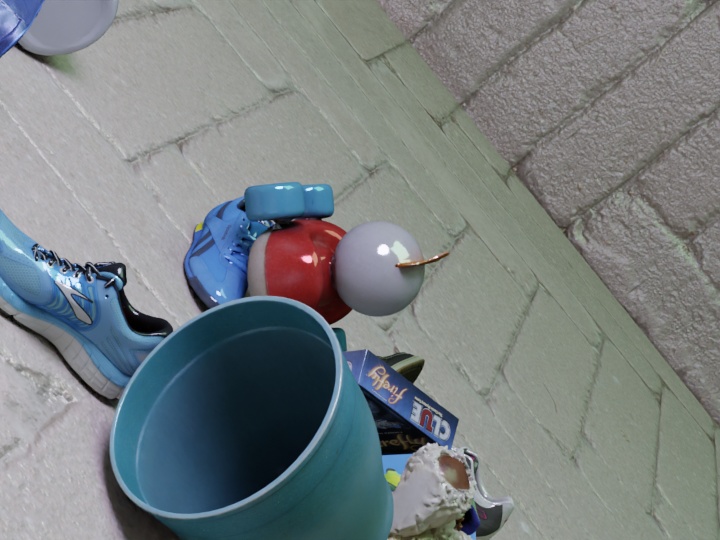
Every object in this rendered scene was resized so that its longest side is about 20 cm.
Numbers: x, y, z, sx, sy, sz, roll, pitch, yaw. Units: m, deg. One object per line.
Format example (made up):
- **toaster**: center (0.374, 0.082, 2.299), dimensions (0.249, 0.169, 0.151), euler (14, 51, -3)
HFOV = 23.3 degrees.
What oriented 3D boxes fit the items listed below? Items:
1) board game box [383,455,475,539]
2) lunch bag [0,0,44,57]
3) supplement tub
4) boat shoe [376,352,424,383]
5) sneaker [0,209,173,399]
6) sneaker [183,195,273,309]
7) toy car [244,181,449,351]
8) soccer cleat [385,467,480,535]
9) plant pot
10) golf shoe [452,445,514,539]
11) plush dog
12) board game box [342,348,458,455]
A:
- **board game box**: center (0.037, 0.248, 1.706), dimensions (0.157, 0.039, 0.201), euler (25, 31, -14)
- **lunch bag**: center (-0.362, -0.238, 1.511), dimensions (0.132, 0.136, 0.200), euler (46, 15, -18)
- **supplement tub**: center (-0.335, -0.330, 1.818), dimensions (0.122, 0.122, 0.201), euler (31, 26, -50)
- **boat shoe**: center (-0.003, 0.116, 1.787), dimensions (0.066, 0.072, 0.200), euler (37, 31, 17)
- **sneaker**: center (-0.231, 0.010, 1.407), dimensions (0.200, 0.090, 0.079), euler (43, 17, -23)
- **sneaker**: center (-0.130, -0.022, 1.789), dimensions (0.066, 0.078, 0.201), euler (47, 18, -20)
- **toy car**: center (0.000, 0.000, 1.759), dimensions (0.177, 0.198, 0.186), euler (-5, 90, -72)
- **soccer cleat**: center (0.039, 0.231, 1.629), dimensions (0.199, 0.065, 0.084), euler (-6, 55, -47)
- **plant pot**: center (-0.066, 0.157, 1.381), dimensions (0.188, 0.199, 0.201), euler (56, 8, -43)
- **golf shoe**: center (0.079, 0.204, 1.850), dimensions (0.200, 0.088, 0.077), euler (51, 17, 4)
- **plush dog**: center (0.052, 0.271, 1.530), dimensions (0.172, 0.159, 0.202), euler (33, 45, -57)
- **board game box**: center (-0.031, 0.123, 1.553), dimensions (0.135, 0.199, 0.035), euler (38, 57, -38)
